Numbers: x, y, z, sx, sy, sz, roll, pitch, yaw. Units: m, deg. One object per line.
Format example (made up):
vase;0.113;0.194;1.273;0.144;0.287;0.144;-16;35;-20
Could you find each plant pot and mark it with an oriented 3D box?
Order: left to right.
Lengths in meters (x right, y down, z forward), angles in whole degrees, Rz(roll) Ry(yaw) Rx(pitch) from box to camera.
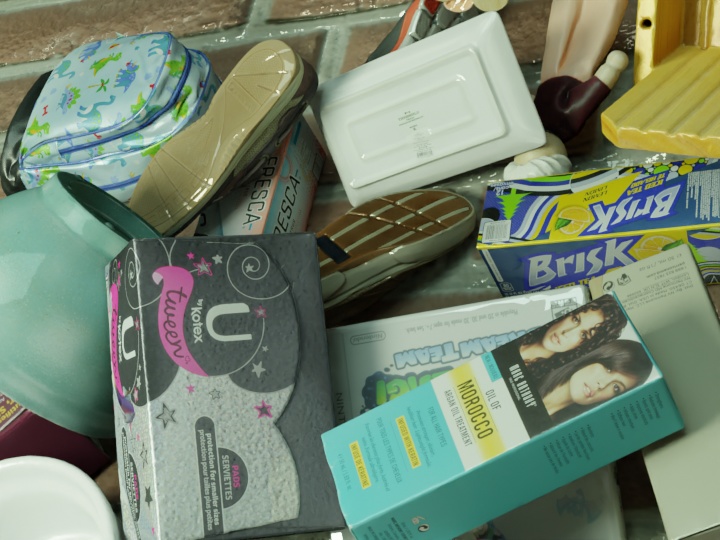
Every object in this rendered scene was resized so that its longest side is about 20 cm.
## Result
plant pot;-0.218;0.012;1.098;0.134;0.200;0.200;-51;46;7

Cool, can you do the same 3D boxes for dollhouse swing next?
dollhouse swing;0.278;-0.181;1.027;0.200;0.182;0.176;11;18;34

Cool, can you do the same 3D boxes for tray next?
tray;0.043;-0.118;1.131;0.200;0.108;0.022;-17;10;40

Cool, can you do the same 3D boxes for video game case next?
video game case;0.068;0.115;0.965;0.199;0.024;0.183;-11;78;21

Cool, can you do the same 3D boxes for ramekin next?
ramekin;-0.239;0.242;1.031;0.200;0.098;0.201;-15;50;18

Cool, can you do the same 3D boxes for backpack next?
backpack;-0.211;-0.133;1.300;0.199;0.154;0.163;6;50;17

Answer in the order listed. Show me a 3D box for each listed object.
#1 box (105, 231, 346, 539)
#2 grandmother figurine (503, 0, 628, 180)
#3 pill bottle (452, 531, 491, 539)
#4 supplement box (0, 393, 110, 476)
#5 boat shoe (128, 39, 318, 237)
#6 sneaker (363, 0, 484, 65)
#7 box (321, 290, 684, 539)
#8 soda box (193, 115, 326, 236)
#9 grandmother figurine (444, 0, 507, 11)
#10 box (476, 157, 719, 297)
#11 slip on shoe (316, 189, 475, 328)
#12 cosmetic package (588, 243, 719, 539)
box;-0.096;0.082;0.981;0.132;0.115;0.201;-3;80;-21
grandmother figurine;0.158;-0.141;1.138;0.121;0.060;0.200;-37;31;64
pill bottle;0.085;0.228;0.853;0.110;0.110;0.200;-46;51;-11
supplement box;-0.310;0.109;1.171;0.131;0.103;0.200;-39;46;-5
boat shoe;-0.106;-0.093;1.163;0.200;0.065;0.072;-50;54;11
sneaker;0.040;-0.187;1.242;0.082;0.077;0.200;-5;40;49
box;0.081;0.095;0.862;0.200;0.049;0.082;-27;39;5
soda box;-0.089;-0.038;1.197;0.068;0.064;0.200;-4;52;25
grandmother figurine;0.114;-0.261;1.204;0.121;0.061;0.200;24;29;15
box;0.189;-0.029;1.036;0.199;0.070;0.064;-5;52;25
slip on shoe;0.000;0.000;1.125;0.200;0.061;0.076;-27;43;-20
cosmetic package;0.210;0.095;0.905;0.073;0.104;0.200;-21;46;13
